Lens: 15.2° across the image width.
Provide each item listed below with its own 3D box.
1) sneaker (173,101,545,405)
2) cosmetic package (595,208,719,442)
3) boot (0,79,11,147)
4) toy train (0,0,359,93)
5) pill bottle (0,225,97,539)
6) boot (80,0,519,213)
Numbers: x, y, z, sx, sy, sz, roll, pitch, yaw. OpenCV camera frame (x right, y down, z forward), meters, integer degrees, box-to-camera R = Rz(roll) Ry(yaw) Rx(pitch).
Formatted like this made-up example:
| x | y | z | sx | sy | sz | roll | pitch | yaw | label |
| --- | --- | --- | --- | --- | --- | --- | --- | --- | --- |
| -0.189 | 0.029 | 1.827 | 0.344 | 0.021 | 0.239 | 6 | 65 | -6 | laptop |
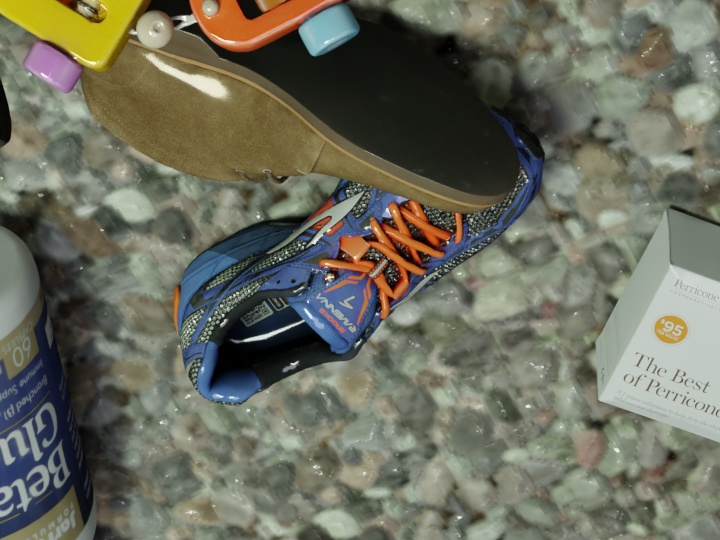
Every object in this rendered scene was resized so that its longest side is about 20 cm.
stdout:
| x | y | z | sx | sy | sz | roll | pitch | yaw | label |
| --- | --- | --- | --- | --- | --- | --- | --- | --- | --- |
| 0.000 | 0.000 | 1.173 | 0.200 | 0.079 | 0.075 | -36 | 115 | 24 | sneaker |
| 0.212 | 0.048 | 1.207 | 0.199 | 0.051 | 0.083 | 19 | 122 | -8 | cosmetic package |
| -0.259 | -0.080 | 1.090 | 0.174 | 0.069 | 0.200 | -42 | 99 | 13 | boot |
| -0.089 | -0.154 | 1.073 | 0.150 | 0.056 | 0.201 | -32 | 87 | 3 | toy train |
| -0.181 | 0.087 | 1.223 | 0.110 | 0.111 | 0.201 | -6 | 123 | 8 | pill bottle |
| -0.028 | -0.065 | 1.131 | 0.199 | 0.074 | 0.076 | 25 | 130 | 9 | boot |
